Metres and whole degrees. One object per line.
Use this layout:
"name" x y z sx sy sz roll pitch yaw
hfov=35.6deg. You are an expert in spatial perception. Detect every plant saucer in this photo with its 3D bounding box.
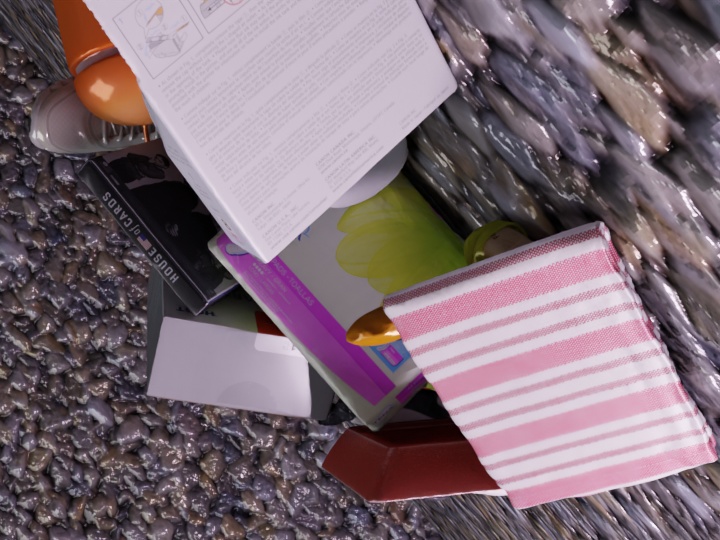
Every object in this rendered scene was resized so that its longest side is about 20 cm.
"plant saucer" 0.082 0.139 0.872 0.200 0.199 0.037 171 95 -78

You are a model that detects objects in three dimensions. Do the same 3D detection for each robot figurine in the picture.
"robot figurine" -0.202 -0.212 0.969 0.117 0.144 0.201 -4 -101 -63

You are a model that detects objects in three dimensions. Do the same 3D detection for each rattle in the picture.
"rattle" 0.106 0.078 0.765 0.130 0.143 0.200 14 140 48

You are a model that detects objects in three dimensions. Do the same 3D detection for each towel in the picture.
"towel" 0.121 0.065 0.696 0.200 0.146 0.030 56 -152 -27

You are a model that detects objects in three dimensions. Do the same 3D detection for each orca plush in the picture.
"orca plush" 0.057 0.143 1.003 0.200 0.105 0.071 11 -162 -16

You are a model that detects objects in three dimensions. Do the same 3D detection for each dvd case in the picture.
"dvd case" -0.137 -0.052 0.971 0.150 0.025 0.200 50 -155 2

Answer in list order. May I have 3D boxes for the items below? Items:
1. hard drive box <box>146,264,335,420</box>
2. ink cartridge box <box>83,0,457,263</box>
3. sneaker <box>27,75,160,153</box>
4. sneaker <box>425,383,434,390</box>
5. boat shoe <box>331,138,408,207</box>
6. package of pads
"hard drive box" -0.108 0.042 0.996 0.155 0.077 0.200 10 -157 -16
"ink cartridge box" -0.049 -0.128 0.602 0.057 0.163 0.200 26 155 54
"sneaker" -0.217 -0.145 1.064 0.081 0.200 0.075 21 114 40
"sneaker" 0.075 0.090 1.055 0.200 0.090 0.078 38 163 42
"boat shoe" -0.015 -0.112 0.768 0.200 0.072 0.068 75 171 -66
"package of pads" 0.000 0.000 0.872 0.200 0.154 0.068 46 177 15
